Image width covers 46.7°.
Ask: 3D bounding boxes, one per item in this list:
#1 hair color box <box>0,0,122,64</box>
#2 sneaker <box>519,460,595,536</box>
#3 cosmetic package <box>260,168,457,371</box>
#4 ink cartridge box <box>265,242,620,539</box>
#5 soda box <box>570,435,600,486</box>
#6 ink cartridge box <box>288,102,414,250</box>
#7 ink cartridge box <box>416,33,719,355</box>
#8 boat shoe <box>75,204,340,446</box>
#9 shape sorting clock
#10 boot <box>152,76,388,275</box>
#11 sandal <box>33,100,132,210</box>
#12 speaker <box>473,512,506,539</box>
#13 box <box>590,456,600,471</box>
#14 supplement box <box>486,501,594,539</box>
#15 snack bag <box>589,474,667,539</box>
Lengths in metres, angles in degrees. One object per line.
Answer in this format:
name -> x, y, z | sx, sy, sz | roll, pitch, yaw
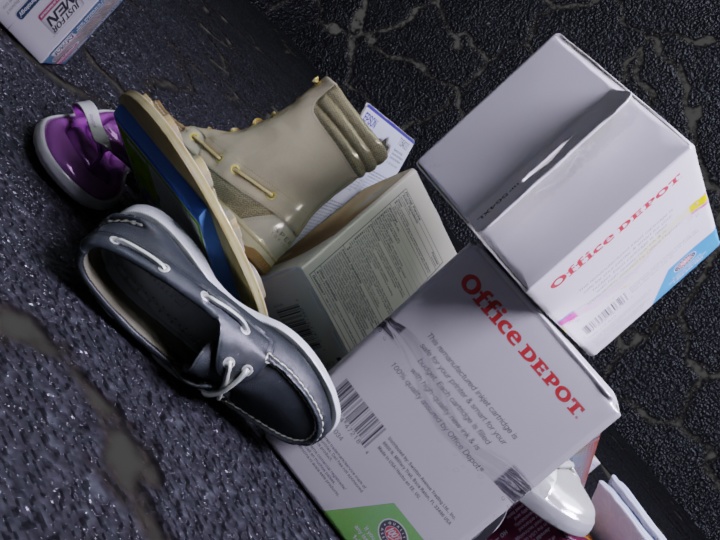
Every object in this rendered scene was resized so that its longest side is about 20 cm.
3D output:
hair color box -> -0.322, -0.296, 0.761 | 0.200, 0.100, 0.061 | 47, 10, -8
sneaker -> 0.140, 0.125, 0.706 | 0.073, 0.085, 0.200 | 14, 33, -49
cosmetic package -> 0.000, 0.000, 0.746 | 0.200, 0.071, 0.106 | -41, 109, -47
ink cartridge box -> 0.057, 0.100, 0.581 | 0.146, 0.200, 0.084 | 50, 11, 11
soda box -> 0.196, 0.195, 0.873 | 0.201, 0.063, 0.069 | 90, -23, -43
ink cartridge box -> -0.029, -0.065, 0.831 | 0.043, 0.201, 0.196 | 29, 6, 15
ink cartridge box -> 0.144, -0.048, 0.567 | 0.125, 0.128, 0.200 | 53, 9, 32
boat shoe -> -0.097, 0.047, 0.528 | 0.200, 0.076, 0.060 | 41, 27, -4
shape sorting clock -> -0.120, -0.038, 0.608 | 0.200, 0.039, 0.201 | 49, -24, 31
boot -> -0.088, -0.112, 0.705 | 0.200, 0.155, 0.073 | 45, -6, 28
sandal -> -0.208, -0.108, 0.676 | 0.082, 0.050, 0.203 | 44, 12, -17
speaker -> 0.047, 0.141, 0.718 | 0.081, 0.081, 0.200 | 37, 16, -42
box -> 0.182, 0.192, 0.999 | 0.200, 0.101, 0.113 | 38, 14, -41
supplement box -> 0.154, 0.251, 0.731 | 0.110, 0.086, 0.200 | 36, 15, -47
snack bag -> 0.250, 0.314, 0.734 | 0.021, 0.190, 0.200 | -11, 43, -22
